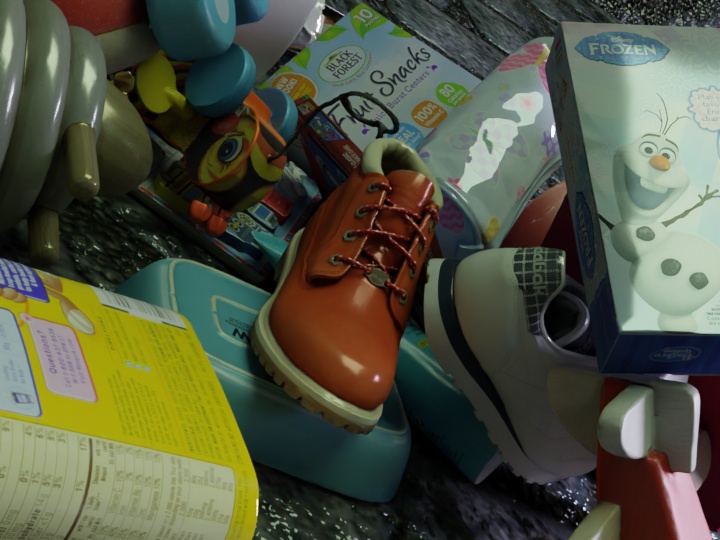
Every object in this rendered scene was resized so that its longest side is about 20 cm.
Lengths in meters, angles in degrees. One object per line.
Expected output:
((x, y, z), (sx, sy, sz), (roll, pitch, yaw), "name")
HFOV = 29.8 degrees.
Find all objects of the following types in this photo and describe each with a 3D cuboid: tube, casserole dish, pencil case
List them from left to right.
((-0.047, 0.053, 0.725), (0.199, 0.039, 0.121), (25, 24, -27), "casserole dish")
((0.014, 0.045, 0.828), (0.200, 0.050, 0.077), (42, 2, 15), "tube")
((0.097, -0.081, 0.944), (0.091, 0.083, 0.200), (43, 53, 4), "pencil case")

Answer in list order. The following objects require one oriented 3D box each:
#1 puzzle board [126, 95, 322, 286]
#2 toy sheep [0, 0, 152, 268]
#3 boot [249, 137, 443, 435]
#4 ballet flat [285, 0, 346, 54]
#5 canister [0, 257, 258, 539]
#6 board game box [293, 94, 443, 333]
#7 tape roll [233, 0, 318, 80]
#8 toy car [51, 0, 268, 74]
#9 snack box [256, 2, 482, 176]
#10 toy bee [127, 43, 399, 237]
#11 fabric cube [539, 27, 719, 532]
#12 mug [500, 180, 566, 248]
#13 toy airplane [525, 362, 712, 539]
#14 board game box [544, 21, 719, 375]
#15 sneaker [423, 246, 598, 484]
((-0.102, -0.072, 0.918), (0.150, 0.017, 0.200), (37, 21, -4), "puzzle board")
((-0.193, -0.078, 0.646), (0.199, 0.138, 0.138), (17, 29, -30), "toy sheep")
((0.000, 0.000, 0.712), (0.075, 0.107, 0.200), (30, 25, -16), "boot")
((-0.045, -0.223, 1.219), (0.068, 0.069, 0.199), (12, 1, 41), "ballet flat")
((-0.147, 0.053, 0.508), (0.199, 0.087, 0.149), (20, 28, -40), "canister")
((0.009, -0.032, 0.889), (0.200, 0.019, 0.103), (50, -14, 52), "board game box")
((-0.115, -0.251, 1.003), (0.138, 0.203, 0.203), (24, 25, -27), "tape roll")
((-0.170, -0.216, 0.762), (0.177, 0.183, 0.202), (-68, 148, -67), "toy car")
((0.036, -0.105, 1.032), (0.199, 0.053, 0.142), (35, 51, 13), "snack box")
((-0.088, -0.082, 0.822), (0.131, 0.109, 0.200), (38, -12, -28), "toy bee")
((0.229, 0.005, 0.829), (0.200, 0.200, 0.196), (40, 65, 13), "fabric cube")
((0.199, 0.033, 0.974), (0.200, 0.178, 0.133), (52, 20, 22), "mug")
((0.128, 0.141, 0.685), (0.200, 0.140, 0.201), (37, 49, -39), "toy airplane")
((0.207, -0.041, 0.700), (0.198, 0.044, 0.200), (1, 56, -7), "board game box")
((0.106, 0.057, 0.739), (0.200, 0.080, 0.077), (48, 34, -47), "sneaker")
